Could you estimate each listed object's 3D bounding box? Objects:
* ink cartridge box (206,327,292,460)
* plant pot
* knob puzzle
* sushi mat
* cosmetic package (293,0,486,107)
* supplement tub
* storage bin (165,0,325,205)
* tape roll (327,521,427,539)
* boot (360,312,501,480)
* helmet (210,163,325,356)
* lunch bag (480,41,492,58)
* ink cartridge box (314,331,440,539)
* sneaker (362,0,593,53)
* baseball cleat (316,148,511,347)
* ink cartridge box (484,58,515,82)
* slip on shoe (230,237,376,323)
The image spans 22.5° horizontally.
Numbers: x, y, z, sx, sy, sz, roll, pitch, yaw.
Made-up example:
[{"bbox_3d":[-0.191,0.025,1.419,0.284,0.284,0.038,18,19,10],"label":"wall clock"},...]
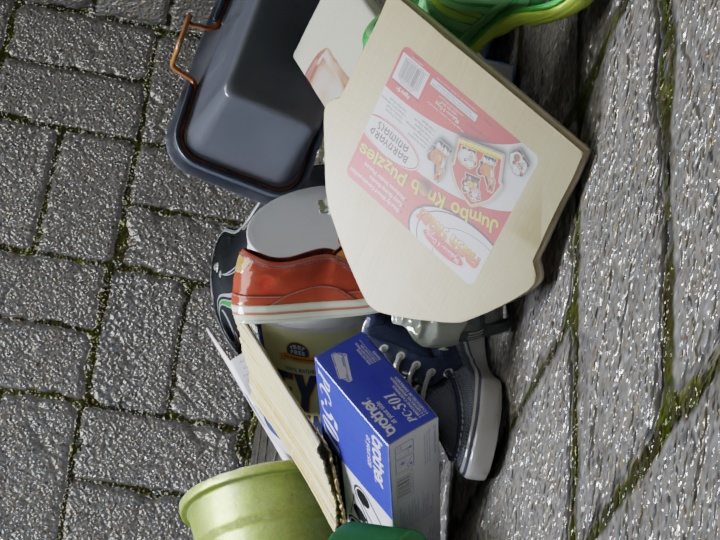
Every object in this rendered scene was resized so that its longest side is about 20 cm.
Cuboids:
[{"bbox_3d":[-0.064,0.152,1.709,0.200,0.045,0.176,62,174,-28],"label":"ink cartridge box"},{"bbox_3d":[-0.044,0.272,1.477,0.200,0.200,0.184,112,156,-62],"label":"plant pot"},{"bbox_3d":[0.052,-0.054,1.202,0.030,0.220,0.220,-20,-49,-47],"label":"knob puzzle"},{"bbox_3d":[-0.054,0.116,1.385,0.200,0.012,0.096,-128,23,-55],"label":"sushi mat"},{"bbox_3d":[0.038,-0.129,1.325,0.087,0.103,0.200,-59,34,24],"label":"cosmetic package"},{"bbox_3d":[-0.020,0.045,1.497,0.145,0.145,0.200,-90,-6,-57],"label":"supplement tub"},{"bbox_3d":[-0.073,-0.178,1.475,0.134,0.145,0.200,135,154,-67],"label":"storage bin"},{"bbox_3d":[0.004,0.272,1.222,0.200,0.048,0.201,6,-90,-72],"label":"tape roll"},{"bbox_3d":[0.046,0.087,1.300,0.200,0.090,0.073,-99,20,-71],"label":"boot"},{"bbox_3d":[-0.037,0.006,1.730,0.191,0.200,0.200,-30,46,54],"label":"helmet"},{"bbox_3d":[0.067,-0.257,1.542,0.200,0.124,0.170,-50,-28,-80],"label":"lunch bag"},{"bbox_3d":[0.014,0.143,1.299,0.094,0.044,0.200,48,156,35],"label":"ink cartridge box"},{"bbox_3d":[0.073,-0.190,1.190,0.200,0.084,0.074,-21,36,42],"label":"sneaker"},{"bbox_3d":[0.044,-0.022,1.315,0.200,0.106,0.070,64,147,34],"label":"baseball cleat"},{"bbox_3d":[0.067,-0.093,1.493,0.200,0.067,0.116,128,151,-75],"label":"ink cartridge box"},{"bbox_3d":[0.000,0.000,1.361,0.074,0.200,0.061,-80,-16,-84],"label":"slip on shoe"}]
